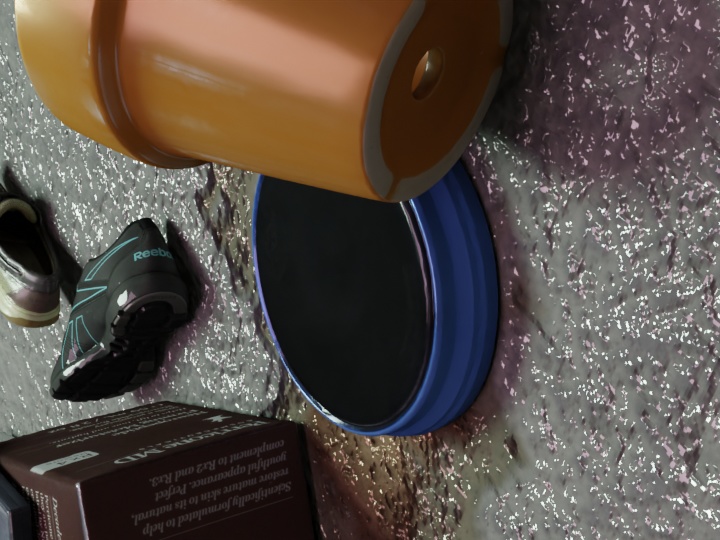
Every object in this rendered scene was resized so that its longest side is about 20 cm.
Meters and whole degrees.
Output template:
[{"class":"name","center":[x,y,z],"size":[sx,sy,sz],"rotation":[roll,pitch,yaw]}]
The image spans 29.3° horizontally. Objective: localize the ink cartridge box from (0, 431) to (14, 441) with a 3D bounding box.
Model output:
[{"class":"ink cartridge box","center":[-0.356,0.253,1.302],"size":[0.200,0.147,0.145],"rotation":[7,107,54]}]

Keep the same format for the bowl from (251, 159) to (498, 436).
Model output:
[{"class":"bowl","center":[0.000,0.000,0.793],"size":[0.200,0.039,0.201],"rotation":[23,119,50]}]

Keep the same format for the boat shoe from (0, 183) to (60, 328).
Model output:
[{"class":"boat shoe","center":[-0.312,-0.038,1.221],"size":[0.200,0.073,0.065],"rotation":[51,127,29]}]

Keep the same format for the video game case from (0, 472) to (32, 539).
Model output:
[{"class":"video game case","center":[-0.259,0.225,0.969],"size":[0.143,0.019,0.201],"rotation":[27,124,50]}]

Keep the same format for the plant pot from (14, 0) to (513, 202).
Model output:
[{"class":"plant pot","center":[-0.033,-0.126,0.679],"size":[0.183,0.200,0.201],"rotation":[27,124,26]}]

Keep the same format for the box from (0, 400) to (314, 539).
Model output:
[{"class":"box","center":[-0.149,0.193,0.961],"size":[0.200,0.165,0.165],"rotation":[-1,99,55]}]

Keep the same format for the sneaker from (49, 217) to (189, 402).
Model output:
[{"class":"sneaker","center":[-0.189,0.037,1.069],"size":[0.200,0.075,0.079],"rotation":[-45,52,43]}]
